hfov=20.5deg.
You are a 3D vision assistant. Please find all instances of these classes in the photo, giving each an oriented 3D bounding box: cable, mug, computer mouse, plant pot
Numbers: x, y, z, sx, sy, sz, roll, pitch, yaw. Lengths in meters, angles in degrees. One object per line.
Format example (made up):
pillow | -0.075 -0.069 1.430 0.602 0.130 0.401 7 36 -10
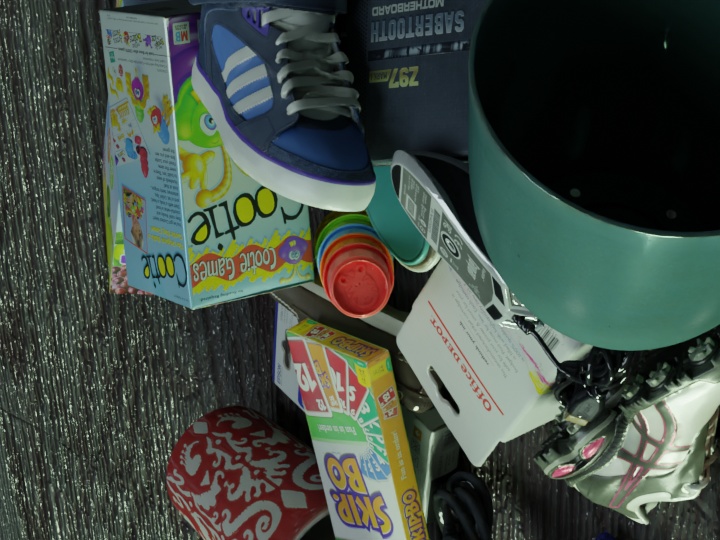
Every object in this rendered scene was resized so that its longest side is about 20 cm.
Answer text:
cable | 0.082 0.240 1.413 0.201 0.051 0.164 -93 -9 -45
mug | -0.065 0.218 1.610 0.200 0.133 0.178 34 132 49
computer mouse | 0.090 -0.002 1.175 0.200 0.044 0.110 52 166 17
plant pot | 0.149 -0.052 1.065 0.201 0.200 0.161 52 157 27

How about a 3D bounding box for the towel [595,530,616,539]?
towel | 0.187 0.290 1.339 0.200 0.049 0.148 57 140 21

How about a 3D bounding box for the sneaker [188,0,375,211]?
sneaker | -0.038 -0.144 1.236 0.200 0.080 0.147 50 130 45

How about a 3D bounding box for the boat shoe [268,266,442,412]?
boat shoe | -0.008 0.043 1.463 0.200 0.072 0.060 26 102 43

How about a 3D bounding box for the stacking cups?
stacking cups | 0.000 0.000 1.355 0.200 0.060 0.061 -106 2 -79

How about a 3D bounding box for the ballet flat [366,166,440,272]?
ballet flat | 0.024 -0.085 1.350 0.200 0.069 0.070 61 149 28

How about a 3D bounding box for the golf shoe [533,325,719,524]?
golf shoe | 0.192 0.087 1.204 0.088 0.077 0.200 40 143 -4

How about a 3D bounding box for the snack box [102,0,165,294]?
snack box | -0.165 -0.109 1.572 0.169 0.067 0.201 -102 19 -47

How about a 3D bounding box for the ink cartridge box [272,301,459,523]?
ink cartridge box | 0.002 0.099 1.524 0.200 0.037 0.095 39 138 37

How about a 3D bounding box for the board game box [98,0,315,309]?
board game box | -0.107 -0.088 1.400 0.105 0.103 0.201 17 115 56

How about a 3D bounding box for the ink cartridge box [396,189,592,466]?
ink cartridge box | 0.106 0.028 1.288 0.115 0.068 0.200 58 146 19

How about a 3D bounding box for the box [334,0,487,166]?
box | 0.032 -0.146 1.255 0.200 0.051 0.159 2 91 50

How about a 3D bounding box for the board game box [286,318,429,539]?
board game box | 0.002 0.137 1.434 0.095 0.030 0.201 19 131 49
